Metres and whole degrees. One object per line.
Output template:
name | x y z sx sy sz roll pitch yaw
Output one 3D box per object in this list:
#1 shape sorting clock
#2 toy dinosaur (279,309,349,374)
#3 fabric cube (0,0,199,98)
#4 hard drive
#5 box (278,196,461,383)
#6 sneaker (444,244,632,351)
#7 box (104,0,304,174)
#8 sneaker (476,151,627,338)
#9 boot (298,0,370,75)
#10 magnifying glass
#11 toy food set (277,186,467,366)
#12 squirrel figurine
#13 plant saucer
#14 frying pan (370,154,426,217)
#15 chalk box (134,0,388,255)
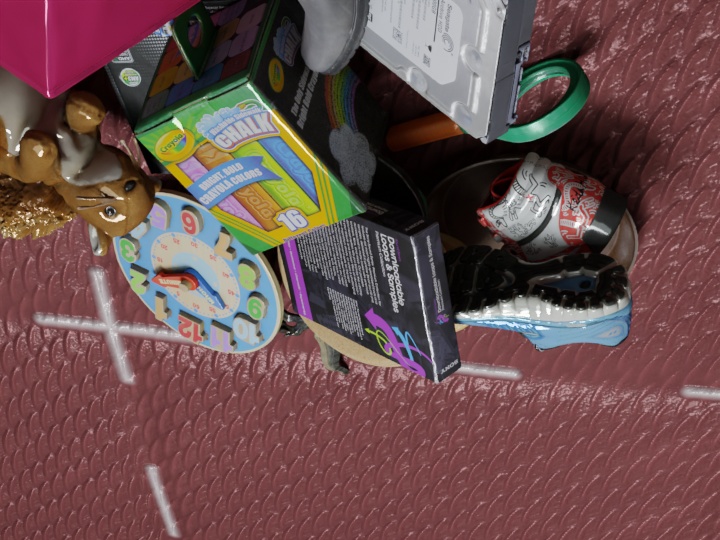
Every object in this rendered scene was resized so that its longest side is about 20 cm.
shape sorting clock | -0.164 0.005 1.386 0.200 0.039 0.200 22 141 19
toy dinosaur | -0.046 0.052 1.431 0.088 0.048 0.200 8 142 -2
fabric cube | -0.216 -0.281 0.953 0.200 0.196 0.200 33 143 18
hard drive | 0.043 -0.202 1.038 0.200 0.038 0.140 43 149 28
box | 0.000 0.000 1.198 0.200 0.036 0.143 26 136 46
sneaker | 0.136 0.037 1.185 0.199 0.079 0.090 6 141 30
box | -0.116 -0.166 1.206 0.199 0.048 0.193 1 136 16
sneaker | 0.147 -0.025 1.225 0.108 0.067 0.202 28 145 2
boot | -0.057 -0.219 0.992 0.131 0.070 0.200 -4 144 -17
magnifying glass | 0.103 -0.130 1.169 0.200 0.080 0.022 -9 135 40
toy food set | 0.007 -0.003 1.302 0.198 0.049 0.200 51 132 0
squirrel figurine | -0.273 -0.101 1.255 0.187 0.142 0.200 38 152 -13
plant saucer | 0.153 -0.039 1.276 0.200 0.035 0.201 8 140 7
frying pan | 0.016 -0.028 1.228 0.115 0.031 0.190 22 137 30
chalk box | -0.089 -0.132 1.107 0.124 0.125 0.200 -20 128 31
